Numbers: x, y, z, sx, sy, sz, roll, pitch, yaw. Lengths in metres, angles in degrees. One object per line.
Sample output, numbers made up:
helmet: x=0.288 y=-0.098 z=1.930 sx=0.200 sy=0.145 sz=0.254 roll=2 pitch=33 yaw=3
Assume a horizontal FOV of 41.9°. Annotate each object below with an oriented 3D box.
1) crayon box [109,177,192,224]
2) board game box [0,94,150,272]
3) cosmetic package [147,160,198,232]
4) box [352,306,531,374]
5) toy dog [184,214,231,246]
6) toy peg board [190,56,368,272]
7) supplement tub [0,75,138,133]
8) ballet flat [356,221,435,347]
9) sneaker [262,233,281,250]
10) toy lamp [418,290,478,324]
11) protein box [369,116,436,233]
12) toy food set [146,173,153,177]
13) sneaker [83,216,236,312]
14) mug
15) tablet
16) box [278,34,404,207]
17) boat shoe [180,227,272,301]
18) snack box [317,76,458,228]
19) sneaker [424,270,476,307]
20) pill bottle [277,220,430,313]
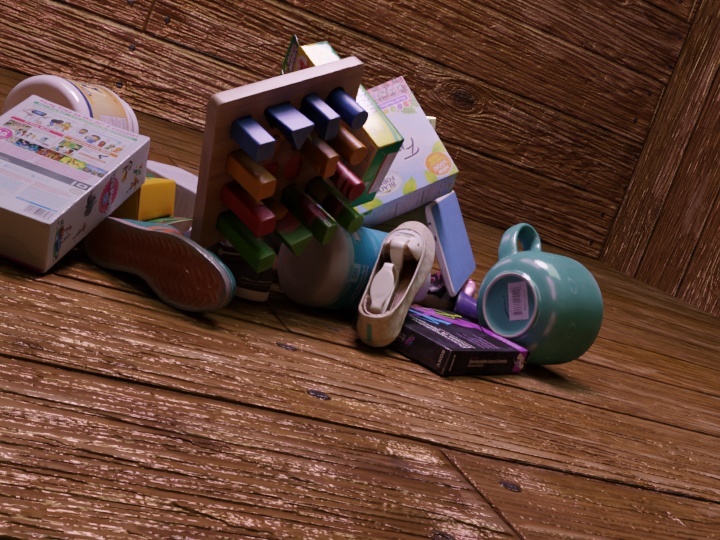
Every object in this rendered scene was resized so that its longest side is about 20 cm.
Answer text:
crayon box: x=-0.305 y=-0.088 z=1.120 sx=0.199 sy=0.051 sz=0.127 roll=6 pitch=8 yaw=6
board game box: x=-0.328 y=-0.094 z=0.961 sx=0.147 sy=0.064 sz=0.200 roll=21 pitch=37 yaw=7
cosmetic package: x=-0.258 y=-0.099 z=1.360 sx=0.101 sy=0.071 sz=0.200 roll=9 pitch=14 yaw=-47
box: x=0.104 y=0.084 z=1.167 sx=0.143 sy=0.036 sz=0.200 roll=26 pitch=13 yaw=35
toy dog: x=-0.139 y=-0.086 z=1.202 sx=0.096 sy=0.200 sz=0.132 roll=34 pitch=31 yaw=24
toy peg board: x=-0.068 y=-0.106 z=1.032 sx=0.200 sy=0.199 sz=0.098 roll=-25 pitch=57 yaw=-36
supplement tub: x=-0.445 y=-0.222 z=1.465 sx=0.144 sy=0.145 sz=0.200 roll=21 pitch=9 yaw=10
ballet flat: x=0.044 y=0.001 z=1.104 sx=0.067 sy=0.062 sz=0.200 roll=7 pitch=49 yaw=15
sneaker: x=-0.066 y=-0.041 z=1.441 sx=0.199 sy=0.074 sz=0.081 roll=15 pitch=13 yaw=-16
toy lamp: x=0.080 y=0.037 z=1.333 sx=0.199 sy=0.058 sz=0.058 roll=18 pitch=9 yaw=-1
protein box: x=-0.001 y=-0.116 z=1.371 sx=0.198 sy=0.201 sz=0.135 roll=7 pitch=-22 yaw=-1
toy food set: x=-0.367 y=-0.142 z=1.220 sx=0.198 sy=0.049 sz=0.200 roll=-10 pitch=-26 yaw=45
sneaker: x=-0.195 y=-0.012 z=0.987 sx=0.200 sy=0.072 sz=0.080 roll=23 pitch=14 yaw=30
mug: x=0.224 y=0.040 z=1.278 sx=0.114 sy=0.152 sz=0.185 roll=6 pitch=32 yaw=-46
tablet: x=0.131 y=-0.043 z=1.358 sx=0.014 sy=0.131 sz=0.200 roll=-14 pitch=7 yaw=17
box: x=-0.036 y=-0.188 z=1.159 sx=0.048 sy=0.117 sz=0.200 roll=-22 pitch=66 yaw=-36
boat shoe: x=-0.177 y=-0.025 z=1.125 sx=0.200 sy=0.063 sz=0.073 roll=25 pitch=12 yaw=35
snack box: x=0.005 y=-0.149 z=1.275 sx=0.169 sy=0.200 sz=0.068 roll=62 pitch=-13 yaw=18
sneaker: x=0.122 y=0.026 z=1.466 sx=0.095 sy=0.079 sz=0.200 roll=8 pitch=8 yaw=-1
pill bottle: x=0.000 y=0.000 z=1.202 sx=0.200 sy=0.111 sz=0.111 roll=10 pitch=13 yaw=-44
